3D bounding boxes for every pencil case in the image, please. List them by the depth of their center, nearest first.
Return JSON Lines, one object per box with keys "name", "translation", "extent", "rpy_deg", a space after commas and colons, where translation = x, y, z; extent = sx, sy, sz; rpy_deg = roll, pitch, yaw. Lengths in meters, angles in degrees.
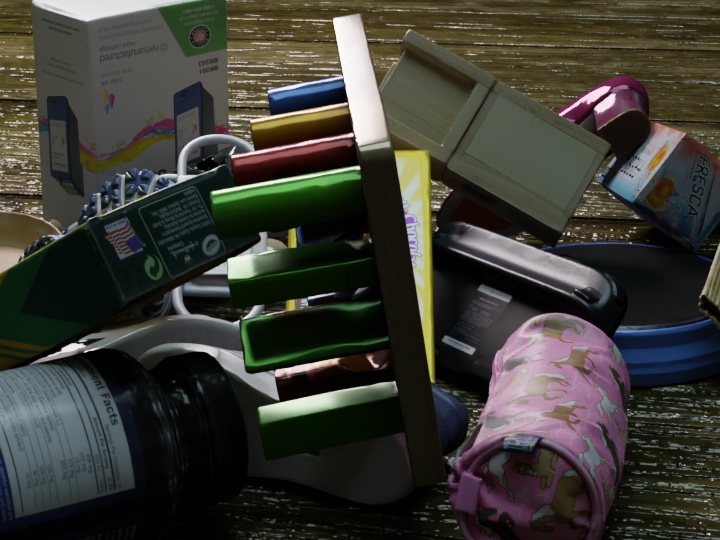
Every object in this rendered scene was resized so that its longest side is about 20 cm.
{"name": "pencil case", "translation": [0.106, 0.094, 1.055], "extent": [0.082, 0.087, 0.200], "rpy_deg": [-27, 11, 21]}

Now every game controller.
{"name": "game controller", "translation": [0.091, 0.028, 1.239], "extent": [0.042, 0.105, 0.199], "rpy_deg": [34, -6, -37]}

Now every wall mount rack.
{"name": "wall mount rack", "translation": [-0.129, -0.008, 1.314], "extent": [0.172, 0.075, 0.201], "rpy_deg": [1, 44, -4]}

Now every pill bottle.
{"name": "pill bottle", "translation": [-0.166, 0.105, 0.988], "extent": [0.198, 0.113, 0.112], "rpy_deg": [-12, 22, -29]}

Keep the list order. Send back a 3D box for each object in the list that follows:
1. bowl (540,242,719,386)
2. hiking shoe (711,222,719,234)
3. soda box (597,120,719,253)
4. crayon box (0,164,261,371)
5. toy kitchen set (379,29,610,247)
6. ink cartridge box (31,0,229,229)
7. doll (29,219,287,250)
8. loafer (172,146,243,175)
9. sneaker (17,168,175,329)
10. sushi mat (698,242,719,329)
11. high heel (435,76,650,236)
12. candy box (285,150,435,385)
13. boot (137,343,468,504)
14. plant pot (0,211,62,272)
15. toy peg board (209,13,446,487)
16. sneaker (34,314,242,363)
{"name": "bowl", "translation": [0.180, 0.026, 1.305], "extent": [0.198, 0.040, 0.201], "rpy_deg": [-1, 20, 0]}
{"name": "hiking shoe", "translation": [0.324, -0.077, 1.534], "extent": [0.099, 0.077, 0.200], "rpy_deg": [4, 20, 3]}
{"name": "soda box", "translation": [0.241, -0.069, 1.442], "extent": [0.063, 0.069, 0.200], "rpy_deg": [37, 6, -4]}
{"name": "crayon box", "translation": [-0.167, 0.014, 1.042], "extent": [0.199, 0.051, 0.127], "rpy_deg": [-26, 2, 38]}
{"name": "toy kitchen set", "translation": [0.063, -0.044, 1.424], "extent": [0.179, 0.164, 0.200], "rpy_deg": [30, -14, 5]}
{"name": "ink cartridge box", "translation": [-0.186, -0.126, 1.516], "extent": [0.144, 0.202, 0.087], "rpy_deg": [-17, 28, -40]}
{"name": "doll", "translation": [-0.148, -0.013, 1.419], "extent": [0.198, 0.049, 0.137], "rpy_deg": [3, 21, 11]}
{"name": "loafer", "translation": [-0.107, -0.074, 1.474], "extent": [0.071, 0.064, 0.200], "rpy_deg": [10, 0, 14]}
{"name": "sneaker", "translation": [-0.150, -0.003, 1.197], "extent": [0.085, 0.078, 0.199], "rpy_deg": [25, -30, -32]}
{"name": "sushi mat", "translation": [0.279, 0.018, 1.274], "extent": [0.096, 0.012, 0.200], "rpy_deg": [45, 26, -2]}
{"name": "high heel", "translation": [0.151, -0.091, 1.519], "extent": [0.199, 0.068, 0.096], "rpy_deg": [-25, 21, 13]}
{"name": "candy box", "translation": [0.000, 0.000, 1.257], "extent": [0.101, 0.027, 0.202], "rpy_deg": [1, 53, -1]}
{"name": "boot", "translation": [-0.037, 0.085, 1.118], "extent": [0.198, 0.073, 0.090], "rpy_deg": [19, 21, 24]}
{"name": "plant pot", "translation": [-0.310, 0.014, 1.341], "extent": [0.198, 0.028, 0.201], "rpy_deg": [-7, 27, 4]}
{"name": "toy peg board", "translation": [-0.023, -0.010, 1.021], "extent": [0.097, 0.202, 0.200], "rpy_deg": [-10, 27, 0]}
{"name": "sneaker", "translation": [-0.168, 0.058, 1.182], "extent": [0.198, 0.074, 0.112], "rpy_deg": [-9, 17, -27]}
